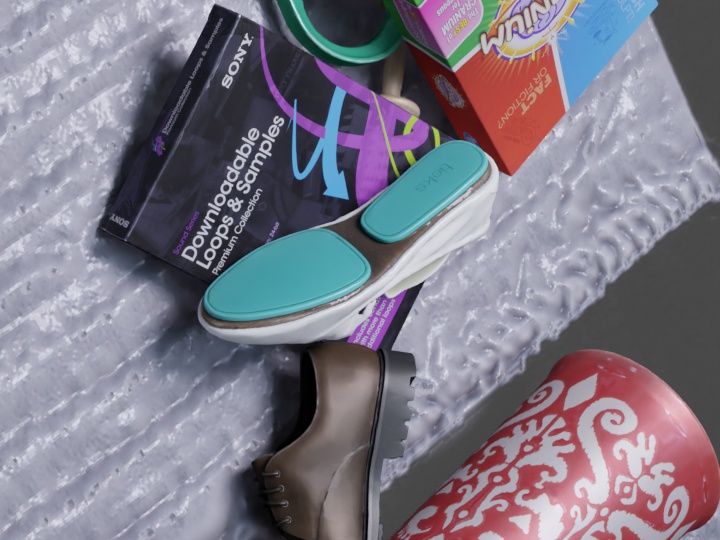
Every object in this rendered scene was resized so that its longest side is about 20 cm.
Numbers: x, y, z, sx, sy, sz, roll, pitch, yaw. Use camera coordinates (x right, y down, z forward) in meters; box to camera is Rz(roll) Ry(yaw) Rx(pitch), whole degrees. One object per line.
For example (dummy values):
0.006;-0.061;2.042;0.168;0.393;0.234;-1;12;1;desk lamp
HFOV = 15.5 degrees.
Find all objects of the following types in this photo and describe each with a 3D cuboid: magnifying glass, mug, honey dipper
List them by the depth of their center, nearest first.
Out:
-0.047;-0.198;1.545;0.200;0.022;0.080;42;70;-19;magnifying glass
0.114;0.174;1.584;0.200;0.133;0.178;-38;107;-34;mug
0.024;-0.151;1.612;0.038;0.038;0.201;21;67;-37;honey dipper

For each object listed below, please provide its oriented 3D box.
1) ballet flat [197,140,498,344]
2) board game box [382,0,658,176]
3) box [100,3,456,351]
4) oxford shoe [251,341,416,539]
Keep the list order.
0.000;0.000;1.494;0.200;0.069;0.070;-32;106;-21;ballet flat
0.093;-0.174;1.588;0.153;0.040;0.200;-50;142;-12;board game box
-0.035;-0.045;1.512;0.200;0.036;0.144;27;88;-34;box
-0.028;0.139;1.514;0.084;0.073;0.201;12;79;-14;oxford shoe
